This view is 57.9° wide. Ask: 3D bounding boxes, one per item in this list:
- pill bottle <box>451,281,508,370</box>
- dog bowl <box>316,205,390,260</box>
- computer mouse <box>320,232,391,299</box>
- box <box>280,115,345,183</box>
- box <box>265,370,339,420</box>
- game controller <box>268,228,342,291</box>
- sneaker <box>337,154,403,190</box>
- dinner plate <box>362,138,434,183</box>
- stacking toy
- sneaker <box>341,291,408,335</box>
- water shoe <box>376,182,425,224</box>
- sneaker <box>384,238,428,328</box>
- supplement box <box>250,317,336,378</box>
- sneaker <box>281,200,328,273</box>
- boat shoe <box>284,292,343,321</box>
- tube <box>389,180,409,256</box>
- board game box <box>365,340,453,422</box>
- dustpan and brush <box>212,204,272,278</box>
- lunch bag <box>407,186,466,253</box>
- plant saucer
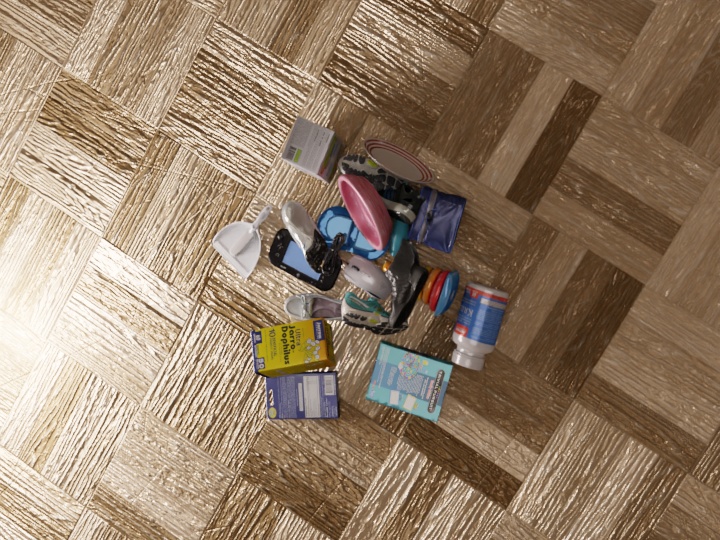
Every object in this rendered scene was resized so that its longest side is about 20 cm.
[{"bbox_3d":[0.293,0.139,1.627,0.110,0.112,0.205,15,93,7],"label":"pill bottle"},{"bbox_3d":[-0.015,-0.096,1.691,0.195,0.050,0.114,17,94,7],"label":"dog bowl"},{"bbox_3d":[0.000,0.000,1.640,0.197,0.044,0.111,31,84,-5],"label":"computer mouse"},{"bbox_3d":[-0.114,-0.296,1.622,0.099,0.200,0.115,24,93,5],"label":"box"},{"bbox_3d":[-0.155,0.333,1.732,0.194,0.032,0.125,-3,91,8],"label":"box"},{"bbox_3d":[-0.146,-0.028,1.715,0.197,0.042,0.106,27,95,6],"label":"game controller"},{"bbox_3d":[0.034,-0.241,1.660,0.196,0.080,0.079,23,84,-13],"label":"sneaker"},{"bbox_3d":[0.091,-0.265,1.605,0.198,0.200,0.025,33,118,5],"label":"dinner plate"},{"bbox_3d":[0.145,0.027,1.658,0.196,0.109,0.119,22,102,18],"label":"stacking toy"},{"bbox_3d":[0.041,0.108,1.651,0.197,0.077,0.081,21,53,-28],"label":"sneaker"},{"bbox_3d":[0.095,-0.166,1.542,0.071,0.200,0.079,41,90,-29],"label":"water shoe"},{"bbox_3d":[0.098,0.033,1.610,0.103,0.060,0.203,33,99,29],"label":"sneaker"},{"bbox_3d":[-0.172,0.201,1.680,0.195,0.110,0.112,-11,73,8],"label":"supplement box"},{"bbox_3d":[-0.138,-0.087,1.670,0.071,0.072,0.203,-28,93,-9],"label":"sneaker"},{"bbox_3d":[-0.105,0.098,1.697,0.197,0.065,0.076,9,83,6],"label":"boat shoe"},{"bbox_3d":[0.105,-0.135,1.636,0.049,0.078,0.205,3,116,-3],"label":"tube"},{"bbox_3d":[0.126,0.286,1.686,0.195,0.047,0.155,17,94,6],"label":"board game box"},{"bbox_3d":[-0.295,-0.096,1.722,0.139,0.057,0.200,43,96,4],"label":"dustpan and brush"},{"bbox_3d":[0.179,-0.128,1.589,0.129,0.200,0.139,17,99,8],"label":"lunch bag"},{"bbox_3d":[0.017,-0.147,1.567,0.050,0.201,0.203,-31,87,-10],"label":"plant saucer"}]
